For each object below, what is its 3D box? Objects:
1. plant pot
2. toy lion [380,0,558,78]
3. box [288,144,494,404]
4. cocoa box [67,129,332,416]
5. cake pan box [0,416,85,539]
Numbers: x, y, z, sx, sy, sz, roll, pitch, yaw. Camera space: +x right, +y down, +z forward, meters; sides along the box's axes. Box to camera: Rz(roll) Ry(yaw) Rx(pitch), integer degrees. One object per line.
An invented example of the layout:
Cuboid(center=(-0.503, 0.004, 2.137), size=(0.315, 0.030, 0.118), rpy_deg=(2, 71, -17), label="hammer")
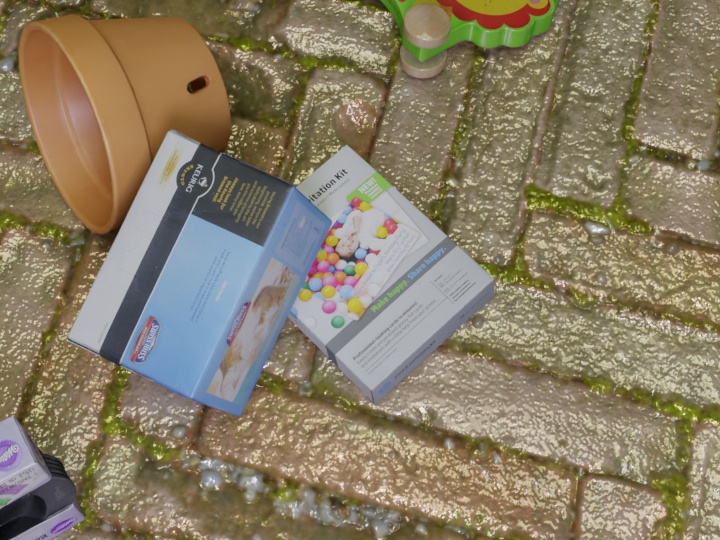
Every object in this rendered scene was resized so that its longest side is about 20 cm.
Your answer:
Cuboid(center=(-0.213, -0.152, 1.368), size=(0.140, 0.200, 0.200), rpy_deg=(-23, 64, -25), label="plant pot")
Cuboid(center=(0.094, -0.295, 1.485), size=(0.191, 0.069, 0.200), rpy_deg=(-31, 66, -19), label="toy lion")
Cuboid(center=(0.000, 0.000, 1.354), size=(0.156, 0.041, 0.200), rpy_deg=(-40, 67, -14), label="box")
Cuboid(center=(-0.134, 0.006, 1.277), size=(0.131, 0.133, 0.201), rpy_deg=(24, 85, 18), label="cocoa box")
Cuboid(center=(-0.331, 0.206, 1.196), size=(0.199, 0.184, 0.052), rpy_deg=(-28, 70, -11), label="cake pan box")
